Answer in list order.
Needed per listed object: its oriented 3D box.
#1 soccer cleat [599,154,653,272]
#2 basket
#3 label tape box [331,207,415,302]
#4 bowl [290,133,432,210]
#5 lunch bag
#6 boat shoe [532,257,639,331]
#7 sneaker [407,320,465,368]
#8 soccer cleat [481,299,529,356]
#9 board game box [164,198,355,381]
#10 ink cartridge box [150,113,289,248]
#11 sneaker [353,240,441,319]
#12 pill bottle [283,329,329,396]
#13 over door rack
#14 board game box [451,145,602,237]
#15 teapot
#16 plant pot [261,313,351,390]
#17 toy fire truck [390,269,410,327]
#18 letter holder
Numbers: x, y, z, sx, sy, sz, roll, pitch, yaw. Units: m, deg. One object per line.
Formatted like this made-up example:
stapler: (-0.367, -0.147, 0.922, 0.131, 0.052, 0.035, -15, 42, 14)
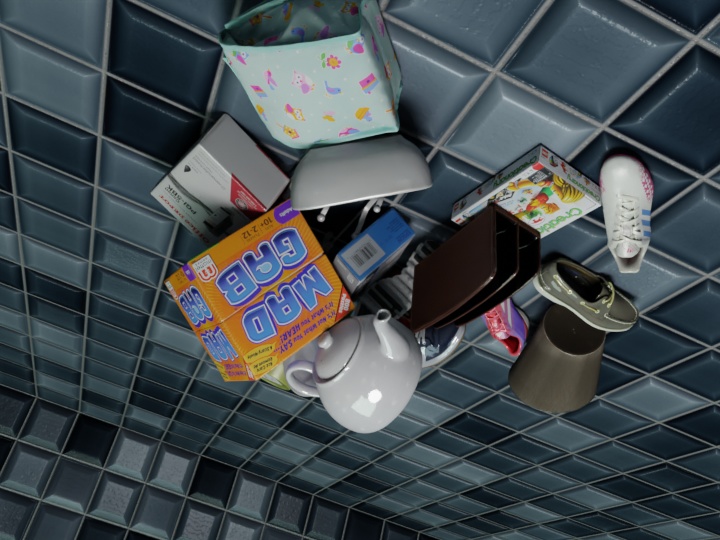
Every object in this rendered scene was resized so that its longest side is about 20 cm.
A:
soccer cleat: (0.377, -0.074, 1.017, 0.068, 0.088, 0.201, -1, 145, 26)
basket: (0.377, 0.159, 1.354, 0.176, 0.138, 0.202, -1, 144, 2)
label tape box: (0.000, 0.000, 1.246, 0.063, 0.144, 0.201, 45, 150, 8)
bowl: (-0.003, -0.141, 0.999, 0.195, 0.076, 0.200, -8, -168, 0)
lunch bag: (-0.060, -0.249, 0.906, 0.196, 0.124, 0.171, -4, 145, 20)
boat shoe: (0.387, 0.041, 1.214, 0.199, 0.073, 0.060, 26, 153, -9)
sneaker: (0.082, 0.116, 1.252, 0.108, 0.071, 0.199, 37, 134, -22)
soccer cleat: (0.253, 0.083, 1.341, 0.067, 0.074, 0.200, -11, 141, 37)
board game box: (-0.168, 0.038, 1.176, 0.202, 0.199, 0.199, 59, 155, -6)
ink cartridge box: (-0.231, -0.136, 1.173, 0.147, 0.084, 0.199, 44, 141, -16)
sneaker: (0.073, 0.036, 1.258, 0.075, 0.199, 0.081, 48, 168, 15)
pill bottle: (-0.034, 0.173, 1.341, 0.118, 0.123, 0.198, -16, 162, 41)
over door rack: (-0.071, -0.099, 1.206, 0.146, 0.068, 0.199, 29, 147, -19)
board game box: (0.245, -0.099, 1.089, 0.125, 0.035, 0.199, 28, 147, -20)
teapot: (-0.010, 0.146, 1.138, 0.145, 0.202, 0.197, 35, 180, -23)
plant pot: (-0.134, 0.121, 1.417, 0.184, 0.203, 0.188, 24, 161, 9)
toy fire truck: (0.107, 0.084, 1.390, 0.196, 0.114, 0.168, 17, 165, -1)
letter holder: (0.174, 0.023, 1.114, 0.099, 0.144, 0.200, 27, 138, -21)
